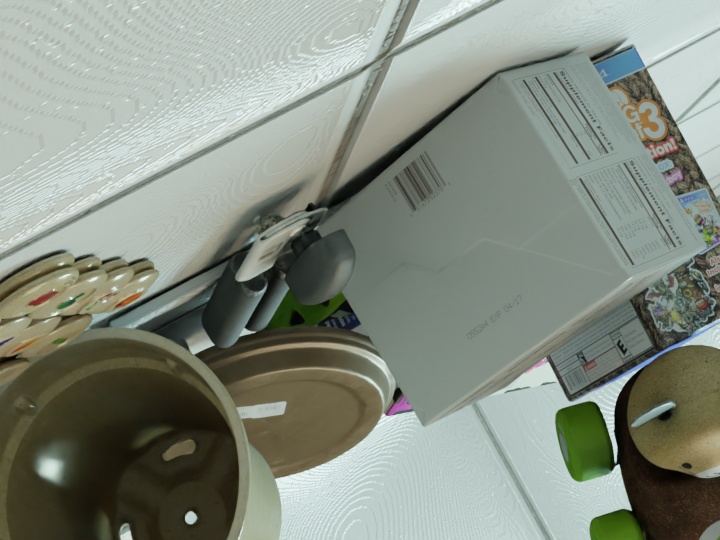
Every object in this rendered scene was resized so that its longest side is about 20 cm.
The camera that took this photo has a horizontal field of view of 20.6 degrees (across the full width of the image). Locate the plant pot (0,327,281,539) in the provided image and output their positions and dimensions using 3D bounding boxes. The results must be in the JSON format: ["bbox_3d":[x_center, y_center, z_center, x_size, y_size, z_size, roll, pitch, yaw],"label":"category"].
[{"bbox_3d":[-0.139,0.156,1.322,0.200,0.201,0.183,-30,160,7],"label":"plant pot"}]

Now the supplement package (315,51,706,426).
[{"bbox_3d":[0.095,-0.021,1.312,0.200,0.156,0.111,-39,168,37],"label":"supplement package"}]

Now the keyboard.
[{"bbox_3d":[-0.090,0.001,1.364,0.199,0.011,0.056,-28,173,-15],"label":"keyboard"}]

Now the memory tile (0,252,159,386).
[{"bbox_3d":[-0.199,0.036,1.125,0.153,0.017,0.200,-31,174,9],"label":"memory tile"}]

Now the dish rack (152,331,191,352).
[{"bbox_3d":[-0.197,0.102,1.525,0.171,0.044,0.200,-30,174,-7],"label":"dish rack"}]

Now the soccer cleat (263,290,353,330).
[{"bbox_3d":[0.000,0.000,1.556,0.199,0.068,0.081,-20,180,-21],"label":"soccer cleat"}]

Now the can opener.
[{"bbox_3d":[-0.060,0.010,1.298,0.052,0.067,0.200,-25,171,-24],"label":"can opener"}]

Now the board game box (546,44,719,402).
[{"bbox_3d":[0.172,-0.030,1.422,0.096,0.201,0.159,-24,173,-24],"label":"board game box"}]

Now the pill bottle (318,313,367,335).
[{"bbox_3d":[0.019,0.042,1.690,0.199,0.116,0.116,-31,173,17],"label":"pill bottle"}]

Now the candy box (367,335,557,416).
[{"bbox_3d":[0.107,0.039,1.558,0.199,0.061,0.137,-9,144,-41],"label":"candy box"}]

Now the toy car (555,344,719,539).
[{"bbox_3d":[0.231,0.115,1.333,0.163,0.159,0.200,-16,160,-4],"label":"toy car"}]

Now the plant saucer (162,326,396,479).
[{"bbox_3d":[-0.067,0.105,1.466,0.198,0.030,0.201,-11,148,-7],"label":"plant saucer"}]
